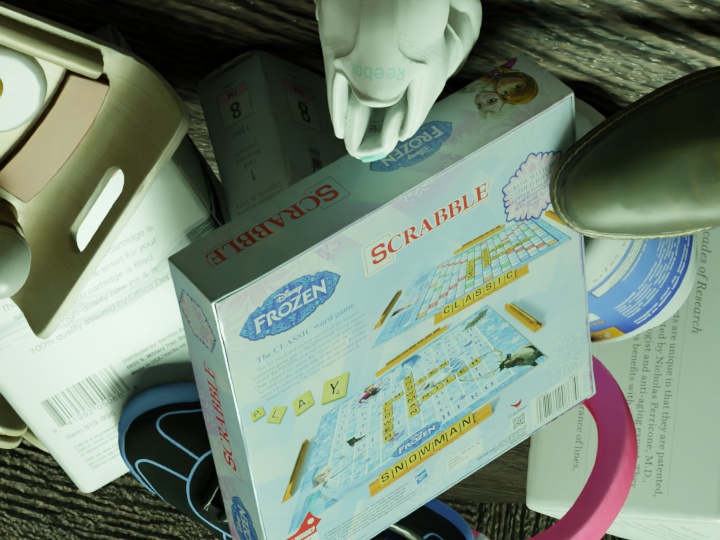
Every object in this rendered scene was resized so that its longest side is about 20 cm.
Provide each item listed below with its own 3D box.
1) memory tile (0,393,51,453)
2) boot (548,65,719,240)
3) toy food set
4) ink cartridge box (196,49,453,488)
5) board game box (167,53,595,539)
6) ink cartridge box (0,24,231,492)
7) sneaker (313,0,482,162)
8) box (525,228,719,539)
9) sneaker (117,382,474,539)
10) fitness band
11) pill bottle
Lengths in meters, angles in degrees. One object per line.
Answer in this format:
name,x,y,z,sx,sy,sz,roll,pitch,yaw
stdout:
memory tile,-0.214,0.049,1.371,0.153,0.017,0.199,46,-164,33
boot,0.184,-0.050,1.100,0.198,0.075,0.097,-15,-165,-1
toy food set,-0.195,-0.051,1.116,0.199,0.061,0.144,19,122,-30
ink cartridge box,0.000,0.000,1.285,0.057,0.201,0.162,-30,154,25
board game box,0.017,0.028,1.161,0.041,0.199,0.201,41,152,39
ink cartridge box,-0.133,-0.004,1.270,0.146,0.083,0.201,-28,130,5
sneaker,0.010,-0.088,1.076,0.075,0.089,0.200,4,175,7
box,0.205,0.067,1.568,0.130,0.202,0.199,3,170,25
sneaker,-0.032,0.119,1.253,0.199,0.071,0.078,23,-164,-3
fitness band,0.053,0.089,1.357,0.199,0.144,0.038,19,156,28
pill bottle,0.117,-0.022,1.348,0.111,0.113,0.200,1,169,23
